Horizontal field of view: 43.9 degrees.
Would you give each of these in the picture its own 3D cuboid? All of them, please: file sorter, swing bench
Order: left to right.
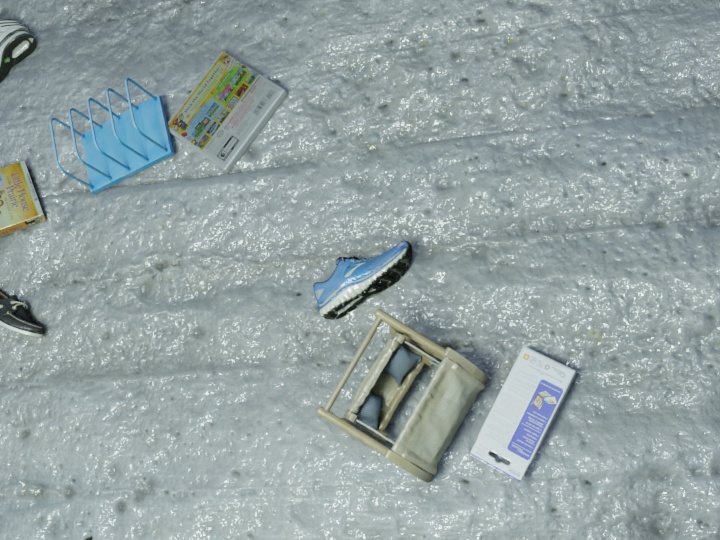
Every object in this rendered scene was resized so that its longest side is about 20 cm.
[{"bbox_3d":[-0.497,-0.270,1.774,0.199,0.123,0.140,-23,68,15],"label":"file sorter"},{"bbox_3d":[0.072,0.205,1.454,0.199,0.130,0.200,28,82,22],"label":"swing bench"}]

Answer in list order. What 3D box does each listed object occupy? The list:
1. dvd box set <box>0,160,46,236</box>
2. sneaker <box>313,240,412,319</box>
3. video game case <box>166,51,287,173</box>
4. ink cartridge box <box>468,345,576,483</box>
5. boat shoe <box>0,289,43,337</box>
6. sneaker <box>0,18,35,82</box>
[{"bbox_3d":[-0.764,-0.132,1.833,0.199,0.029,0.147,-21,67,-14],"label":"dvd box set"},{"bbox_3d":[0.000,0.000,1.570,0.199,0.079,0.090,-31,69,5],"label":"sneaker"},{"bbox_3d":[-0.270,-0.319,1.787,0.181,0.023,0.201,35,86,23],"label":"video game case"},{"bbox_3d":[0.262,0.231,1.439,0.094,0.037,0.201,26,79,22],"label":"ink cartridge box"},{"bbox_3d":[-0.695,0.076,1.763,0.199,0.074,0.061,22,84,30],"label":"boat shoe"},{"bbox_3d":[-0.827,-0.486,1.992,0.200,0.076,0.115,-37,57,-6],"label":"sneaker"}]
